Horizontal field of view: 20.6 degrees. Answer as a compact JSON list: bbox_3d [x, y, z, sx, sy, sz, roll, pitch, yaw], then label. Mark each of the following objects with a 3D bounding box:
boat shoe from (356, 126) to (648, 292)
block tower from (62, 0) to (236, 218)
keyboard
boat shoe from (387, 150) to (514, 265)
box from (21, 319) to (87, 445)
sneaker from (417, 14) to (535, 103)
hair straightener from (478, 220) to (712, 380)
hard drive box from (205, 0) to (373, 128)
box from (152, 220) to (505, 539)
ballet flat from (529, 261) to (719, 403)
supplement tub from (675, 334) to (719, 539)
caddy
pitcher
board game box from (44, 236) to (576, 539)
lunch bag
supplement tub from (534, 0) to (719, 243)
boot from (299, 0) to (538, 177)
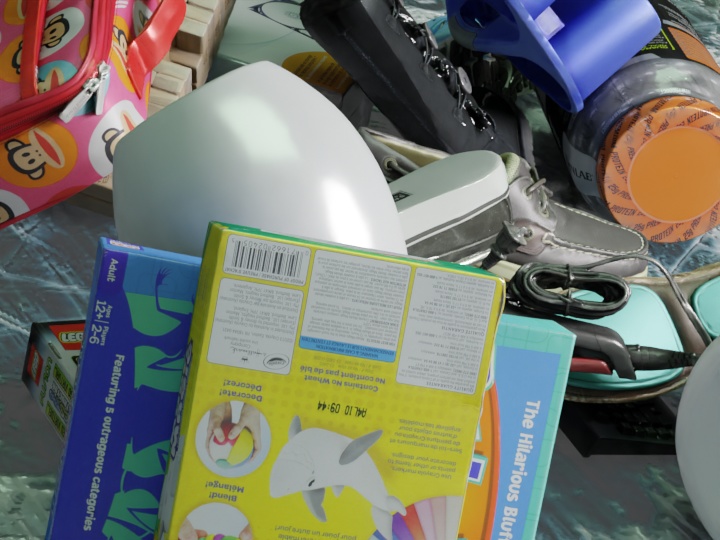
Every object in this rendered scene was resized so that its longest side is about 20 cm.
[{"bbox_3d":[0.080,-0.036,1.164,0.199,0.066,0.072,13,25,-7],"label":"boat shoe"},{"bbox_3d":[-0.120,-0.121,1.166,0.057,0.054,0.201,18,63,5],"label":"block tower"},{"bbox_3d":[0.095,0.042,1.113,0.126,0.021,0.200,2,28,-26],"label":"keyboard"},{"bbox_3d":[0.000,0.000,1.081,0.199,0.064,0.071,-23,22,-18],"label":"boat shoe"},{"bbox_3d":[-0.053,0.062,0.974,0.199,0.035,0.110,-2,31,-32],"label":"box"},{"bbox_3d":[0.069,-0.145,1.436,0.089,0.079,0.200,6,17,26],"label":"sneaker"},{"bbox_3d":[0.080,0.017,0.986,0.198,0.078,0.041,8,25,-2],"label":"hair straightener"},{"bbox_3d":[-0.095,-0.132,1.288,0.198,0.077,0.156,18,25,5],"label":"hard drive box"},{"bbox_3d":[-0.019,0.090,0.773,0.116,0.202,0.048,10,3,-11],"label":"box"},{"bbox_3d":[0.165,0.035,1.075,0.198,0.065,0.071,-11,73,-18],"label":"ballet flat"},{"bbox_3d":[0.269,0.073,1.004,0.145,0.146,0.199,34,32,33],"label":"supplement tub"},{"bbox_3d":[0.103,-0.179,1.274,0.142,0.105,0.200,53,1,-25],"label":"caddy"},{"bbox_3d":[-0.048,0.024,0.879,0.171,0.121,0.201,-28,89,-25],"label":"pitcher"},{"bbox_3d":[-0.024,0.080,0.818,0.198,0.154,0.045,10,5,-10],"label":"board game box"},{"bbox_3d":[-0.177,-0.115,1.085,0.175,0.082,0.201,-21,40,14],"label":"lunch bag"},{"bbox_3d":[0.190,-0.106,1.341,0.121,0.123,0.200,10,26,-11],"label":"supplement tub"},{"bbox_3d":[0.030,-0.127,1.239,0.200,0.066,0.165,45,12,-29],"label":"boot"}]
